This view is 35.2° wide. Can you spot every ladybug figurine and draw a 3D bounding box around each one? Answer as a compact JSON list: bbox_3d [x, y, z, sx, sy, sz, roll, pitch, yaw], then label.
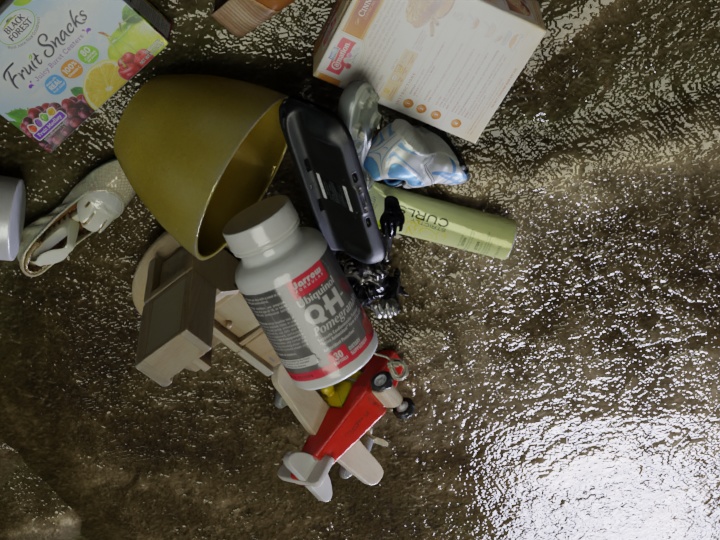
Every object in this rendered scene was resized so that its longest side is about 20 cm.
[{"bbox_3d":[-0.197,-0.006,1.383,0.200,0.072,0.136,-38,122,23],"label":"ladybug figurine"}]

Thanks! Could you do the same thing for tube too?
[{"bbox_3d":[0.087,-0.059,1.371,0.199,0.052,0.058,15,98,-6],"label":"tube"}]

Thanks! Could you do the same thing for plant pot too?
[{"bbox_3d":[-0.182,-0.132,1.232,0.142,0.200,0.200,30,125,7],"label":"plant pot"}]

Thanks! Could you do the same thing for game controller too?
[{"bbox_3d":[-0.029,-0.093,1.210,0.104,0.042,0.200,20,143,36],"label":"game controller"}]

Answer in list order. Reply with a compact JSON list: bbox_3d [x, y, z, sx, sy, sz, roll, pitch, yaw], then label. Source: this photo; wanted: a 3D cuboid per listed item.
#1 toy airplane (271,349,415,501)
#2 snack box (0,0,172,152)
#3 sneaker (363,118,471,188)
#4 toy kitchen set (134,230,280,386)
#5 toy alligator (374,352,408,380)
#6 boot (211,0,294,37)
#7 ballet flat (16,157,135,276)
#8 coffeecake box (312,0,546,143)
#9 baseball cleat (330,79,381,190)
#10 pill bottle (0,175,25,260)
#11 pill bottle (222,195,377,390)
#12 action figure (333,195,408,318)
[{"bbox_3d":[-0.041,0.201,1.507,0.198,0.141,0.201,-4,110,-33],"label":"toy airplane"},{"bbox_3d":[-0.320,-0.238,1.211,0.200,0.053,0.142,-37,119,23],"label":"snack box"},{"bbox_3d":[0.064,-0.122,1.259,0.072,0.072,0.200,-37,163,21],"label":"sneaker"},{"bbox_3d":[-0.180,0.101,1.308,0.163,0.181,0.200,-35,123,23],"label":"toy kitchen set"},{"bbox_3d":[-0.021,0.076,1.430,0.200,0.054,0.059,33,81,1],"label":"toy alligator"},{"bbox_3d":[-0.129,-0.336,1.126,0.155,0.077,0.200,-36,124,25],"label":"boot"},{"bbox_3d":[-0.330,-0.056,1.343,0.200,0.063,0.067,-35,137,23],"label":"ballet flat"},{"bbox_3d":[0.070,-0.247,1.208,0.199,0.073,0.154,20,126,-17],"label":"coffeecake box"},{"bbox_3d":[-0.030,-0.149,1.238,0.106,0.070,0.200,27,156,13],"label":"baseball cleat"},{"bbox_3d":[-0.492,-0.070,1.294,0.199,0.114,0.114,7,127,-8],"label":"pill bottle"},{"bbox_3d":[-0.070,0.022,1.250,0.110,0.111,0.200,-23,112,14],"label":"pill bottle"},{"bbox_3d":[0.000,0.000,1.369,0.118,0.102,0.200,16,140,9],"label":"action figure"}]
